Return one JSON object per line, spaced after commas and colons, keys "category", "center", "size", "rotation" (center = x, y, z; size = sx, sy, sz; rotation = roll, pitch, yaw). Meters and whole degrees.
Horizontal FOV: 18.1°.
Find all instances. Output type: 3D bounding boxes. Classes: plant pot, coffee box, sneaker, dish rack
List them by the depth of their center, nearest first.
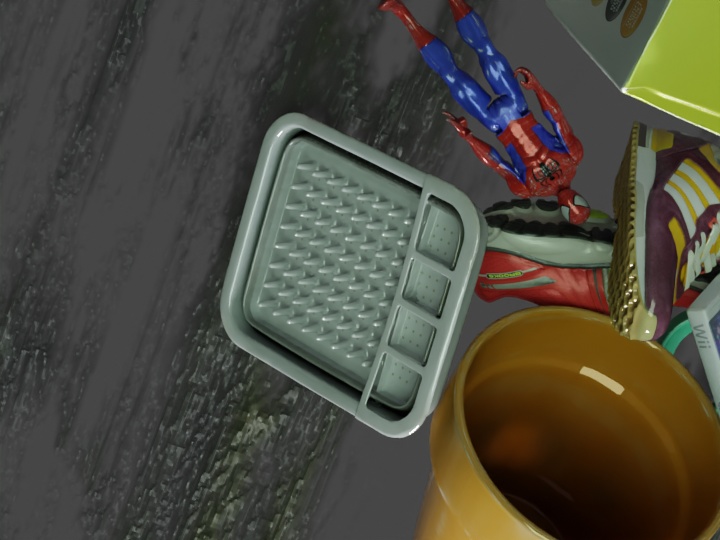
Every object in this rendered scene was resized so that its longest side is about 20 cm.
{"category": "coffee box", "center": [0.265, -0.188, 1.397], "size": [0.199, 0.198, 0.200], "rotation": [22, 107, -17]}
{"category": "sneaker", "center": [0.212, -0.025, 1.468], "size": [0.090, 0.201, 0.075], "rotation": [11, 131, -1]}
{"category": "dish rack", "center": [0.000, 0.000, 1.507], "size": [0.199, 0.043, 0.173], "rotation": [28, 109, 36]}
{"category": "plant pot", "center": [0.123, 0.157, 1.528], "size": [0.199, 0.201, 0.184], "rotation": [22, 138, -7]}
{"category": "sneaker", "center": [0.172, 0.006, 1.553], "size": [0.199, 0.077, 0.085], "rotation": [11, 120, 3]}

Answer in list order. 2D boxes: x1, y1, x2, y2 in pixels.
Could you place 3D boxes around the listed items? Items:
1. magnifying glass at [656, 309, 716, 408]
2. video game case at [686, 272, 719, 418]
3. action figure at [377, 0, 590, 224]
{"category": "magnifying glass", "center": [0.295, 0.097, 1.601], "size": [0.199, 0.022, 0.080], "rotation": [33, 106, -13]}
{"category": "video game case", "center": [0.283, 0.080, 1.517], "size": [0.018, 0.143, 0.201], "rotation": [-3, 116, 39]}
{"category": "action figure", "center": [0.091, -0.112, 1.507], "size": [0.065, 0.052, 0.200], "rotation": [-37, 100, 7]}
